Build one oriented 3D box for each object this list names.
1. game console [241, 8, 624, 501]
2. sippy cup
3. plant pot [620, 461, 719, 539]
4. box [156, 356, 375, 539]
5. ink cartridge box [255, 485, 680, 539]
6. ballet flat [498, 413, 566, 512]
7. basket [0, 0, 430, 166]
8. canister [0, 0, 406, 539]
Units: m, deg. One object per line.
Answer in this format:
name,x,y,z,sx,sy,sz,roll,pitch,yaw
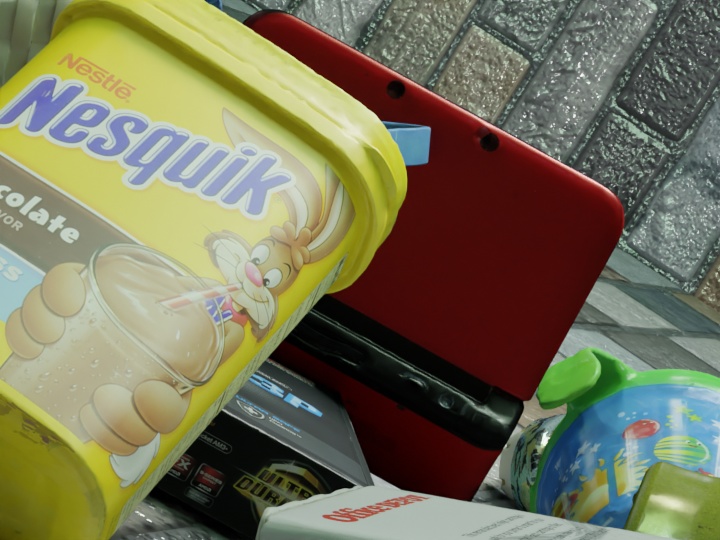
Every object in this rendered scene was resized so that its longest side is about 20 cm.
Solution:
game console,0.000,0.000,1.334,0.200,0.119,0.172,29,-24,4
sippy cup,0.147,0.130,1.344,0.178,0.140,0.130,24,17,-1
plant pot,0.179,0.166,1.089,0.193,0.201,0.200,21,7,8
box,-0.094,0.046,1.218,0.200,0.046,0.159,30,8,-12
ink cartridge box,0.072,0.132,0.955,0.200,0.083,0.147,9,2,16
ballet flat,0.115,0.115,1.569,0.074,0.074,0.200,36,7,27
basket,-0.078,-0.063,1.203,0.200,0.139,0.176,3,2,12
canister,-0.095,-0.003,1.015,0.148,0.087,0.200,33,50,9
